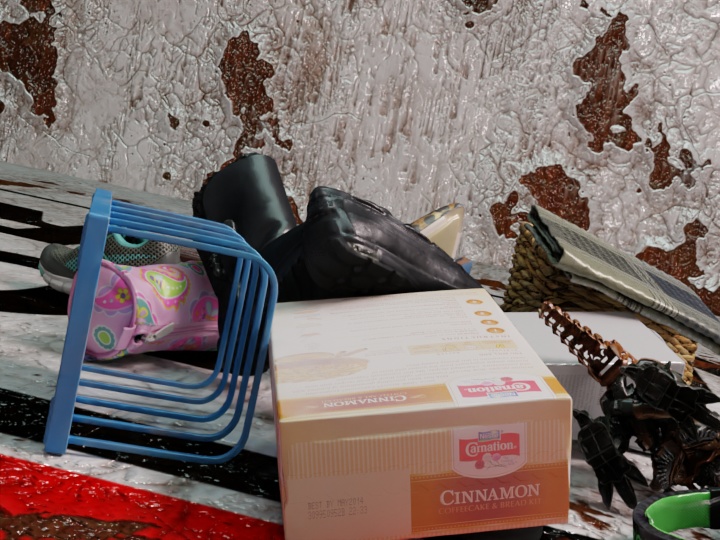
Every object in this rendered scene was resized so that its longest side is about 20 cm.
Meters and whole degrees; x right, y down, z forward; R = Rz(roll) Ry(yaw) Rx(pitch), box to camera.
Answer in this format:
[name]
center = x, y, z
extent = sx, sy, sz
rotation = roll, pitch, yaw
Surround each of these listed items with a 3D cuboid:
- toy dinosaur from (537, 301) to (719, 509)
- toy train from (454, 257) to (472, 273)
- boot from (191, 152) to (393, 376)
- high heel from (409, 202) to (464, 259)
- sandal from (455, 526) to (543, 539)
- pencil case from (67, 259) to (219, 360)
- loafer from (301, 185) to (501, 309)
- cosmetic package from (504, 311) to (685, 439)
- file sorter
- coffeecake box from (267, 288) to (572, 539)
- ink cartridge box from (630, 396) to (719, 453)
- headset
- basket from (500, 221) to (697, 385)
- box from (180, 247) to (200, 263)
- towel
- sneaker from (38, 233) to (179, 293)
[toy dinosaur]
center = 0.205, 0.106, 0.780
extent = 0.197, 0.104, 0.135
rotation = 24, 13, 15
[toy train]
center = 0.045, 0.040, 1.051
extent = 0.198, 0.088, 0.113
rotation = -16, 36, -43
[boot]
center = -0.066, -0.037, 0.865
extent = 0.076, 0.200, 0.170
rotation = 16, 42, -40
[high heel]
center = 0.000, 0.000, 0.945
extent = 0.071, 0.201, 0.143
rotation = 38, 3, -34
[sandal]
center = 0.065, 0.126, 0.694
extent = 0.074, 0.049, 0.201
rotation = 2, 21, -5
[pencil case]
center = -0.162, 0.034, 0.935
extent = 0.086, 0.089, 0.199
rotation = 14, 7, 30
[loafer]
center = 0.036, 0.000, 0.764
extent = 0.068, 0.072, 0.199
rotation = -30, -40, 31
[cosmetic package]
center = 0.150, 0.085, 0.875
extent = 0.196, 0.075, 0.102
rotation = 2, 22, -14
[file sorter]
center = -0.134, 0.032, 0.719
extent = 0.120, 0.142, 0.200
rotation = 11, 6, -14
[coffeecake box]
center = 0.023, 0.077, 0.633
extent = 0.150, 0.075, 0.200
rotation = -4, 15, -6
[ink cartridge box]
center = 0.266, 0.133, 1.000
extent = 0.196, 0.044, 0.173
rotation = 12, 3, 17
[headset]
center = 0.260, 0.143, 0.626
extent = 0.196, 0.096, 0.123
rotation = 0, 5, 6
[basket]
center = 0.259, 0.031, 1.126
extent = 0.197, 0.152, 0.143
rotation = 21, -16, -14
[box]
center = -0.149, 0.014, 1.210
extent = 0.098, 0.077, 0.199
rotation = 13, 4, 22
[towel]
center = 0.245, 0.012, 0.996
extent = 0.197, 0.035, 0.193
rotation = 28, 15, -7
[sneaker]
center = -0.249, -0.012, 1.091
extent = 0.197, 0.093, 0.077
rotation = 15, 6, 34
